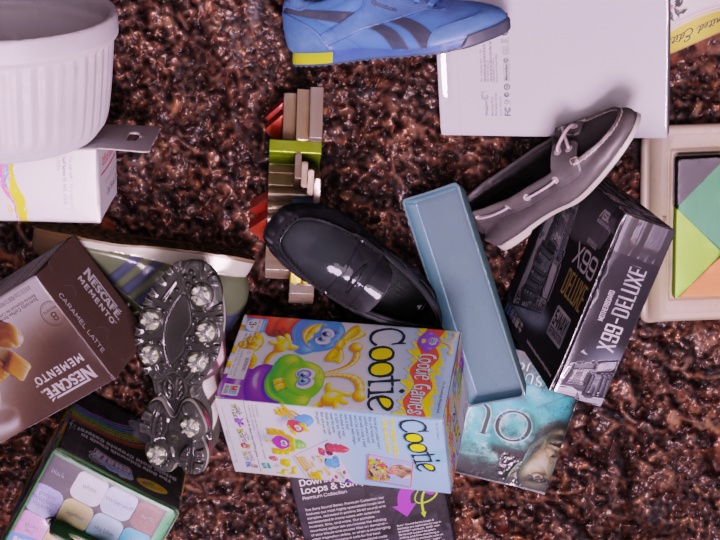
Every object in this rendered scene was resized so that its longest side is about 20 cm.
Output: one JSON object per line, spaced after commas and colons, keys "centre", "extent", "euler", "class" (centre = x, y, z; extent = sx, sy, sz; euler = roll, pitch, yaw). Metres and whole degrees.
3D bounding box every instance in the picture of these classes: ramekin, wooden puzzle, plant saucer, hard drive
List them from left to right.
{"centre": [-0.297, -0.162, 1.136], "extent": [0.199, 0.200, 0.106], "euler": [1, 114, -3], "class": "ramekin"}
{"centre": [0.097, 0.022, 1.255], "extent": [0.070, 0.019, 0.201], "euler": [-15, 93, 44], "class": "plant saucer"}
{"centre": [0.165, -0.181, 1.197], "extent": [0.199, 0.027, 0.133], "euler": [3, 113, 17], "class": "hard drive"}
{"centre": [0.355, -0.043, 1.276], "extent": [0.198, 0.037, 0.186], "euler": [-3, 105, -2], "class": "wooden puzzle"}

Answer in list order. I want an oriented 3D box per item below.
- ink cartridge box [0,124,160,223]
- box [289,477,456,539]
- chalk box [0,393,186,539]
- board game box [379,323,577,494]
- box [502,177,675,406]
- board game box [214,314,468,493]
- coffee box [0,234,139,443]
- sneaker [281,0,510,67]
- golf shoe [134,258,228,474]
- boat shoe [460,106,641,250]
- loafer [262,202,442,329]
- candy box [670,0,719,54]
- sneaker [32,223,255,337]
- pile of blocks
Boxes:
{"centre": [-0.274, -0.085, 1.193], "extent": [0.198, 0.117, 0.068], "euler": [1, 106, -2], "class": "ink cartridge box"}
{"centre": [0.017, 0.244, 1.322], "extent": [0.142, 0.036, 0.201], "euler": [-10, 115, 3], "class": "box"}
{"centre": [-0.237, 0.214, 1.232], "extent": [0.124, 0.200, 0.124], "euler": [29, 102, -9], "class": "chalk box"}
{"centre": [0.100, 0.125, 1.313], "extent": [0.199, 0.028, 0.136], "euler": [14, 104, -6], "class": "board game box"}
{"centre": [0.189, 0.006, 1.197], "extent": [0.049, 0.200, 0.159], "euler": [18, 104, -12], "class": "box"}
{"centre": [-0.013, 0.116, 1.225], "extent": [0.199, 0.103, 0.105], "euler": [4, 136, 13], "class": "board game box"}
{"centre": [-0.302, 0.072, 1.221], "extent": [0.199, 0.080, 0.115], "euler": [-27, 107, 27], "class": "coffee box"}
{"centre": [0.026, -0.219, 1.175], "extent": [0.199, 0.066, 0.079], "euler": [-1, 105, 19], "class": "sneaker"}
{"centre": [-0.151, 0.077, 1.222], "extent": [0.077, 0.088, 0.201], "euler": [13, 111, 11], "class": "golf shoe"}
{"centre": [0.159, -0.084, 1.199], "extent": [0.057, 0.067, 0.200], "euler": [32, 138, -14], "class": "boat shoe"}
{"centre": [0.000, 0.000, 1.201], "extent": [0.200, 0.070, 0.068], "euler": [30, 99, -41], "class": "loafer"}
{"centre": [0.251, -0.290, 1.192], "extent": [0.136, 0.061, 0.201], "euler": [-24, 105, 5], "class": "candy box"}
{"centre": [-0.199, 0.016, 1.248], "extent": [0.199, 0.067, 0.091], "euler": [8, 99, -8], "class": "sneaker"}
{"centre": [-0.067, -0.064, 1.227], "extent": [0.062, 0.082, 0.201], "euler": [2, 105, -3], "class": "pile of blocks"}
